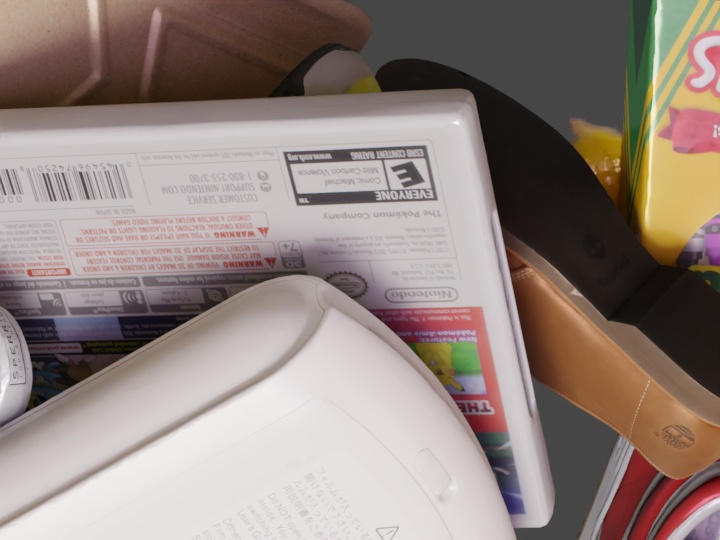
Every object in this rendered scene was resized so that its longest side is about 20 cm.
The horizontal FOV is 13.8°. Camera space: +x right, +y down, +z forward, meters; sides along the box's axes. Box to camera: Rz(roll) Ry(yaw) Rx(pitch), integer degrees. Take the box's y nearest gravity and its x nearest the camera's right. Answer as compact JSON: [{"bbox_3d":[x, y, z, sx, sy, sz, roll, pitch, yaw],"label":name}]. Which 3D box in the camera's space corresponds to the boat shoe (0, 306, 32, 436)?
[{"bbox_3d":[-0.201,0.064,1.073,0.071,0.072,0.200,0,150,-45],"label":"boat shoe"}]

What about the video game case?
[{"bbox_3d":[-0.040,0.018,1.068,0.199,0.023,0.183,-2,126,17],"label":"video game case"}]

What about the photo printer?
[{"bbox_3d":[-0.050,0.101,1.042,0.199,0.070,0.167,-30,122,7],"label":"photo printer"}]

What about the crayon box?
[{"bbox_3d":[0.168,-0.048,1.160,0.126,0.051,0.201,-1,111,-5],"label":"crayon box"}]

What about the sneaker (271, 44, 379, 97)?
[{"bbox_3d":[0.000,0.000,1.111,0.076,0.075,0.201,27,143,25],"label":"sneaker"}]

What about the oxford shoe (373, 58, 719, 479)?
[{"bbox_3d":[0.068,0.002,1.136,0.200,0.071,0.071,47,133,14],"label":"oxford shoe"}]

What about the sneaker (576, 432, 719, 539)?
[{"bbox_3d":[0.119,0.151,1.195,0.071,0.113,0.201,10,111,-12],"label":"sneaker"}]

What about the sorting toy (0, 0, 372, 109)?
[{"bbox_3d":[-0.111,-0.041,1.116,0.184,0.036,0.201,21,100,-31],"label":"sorting toy"}]
